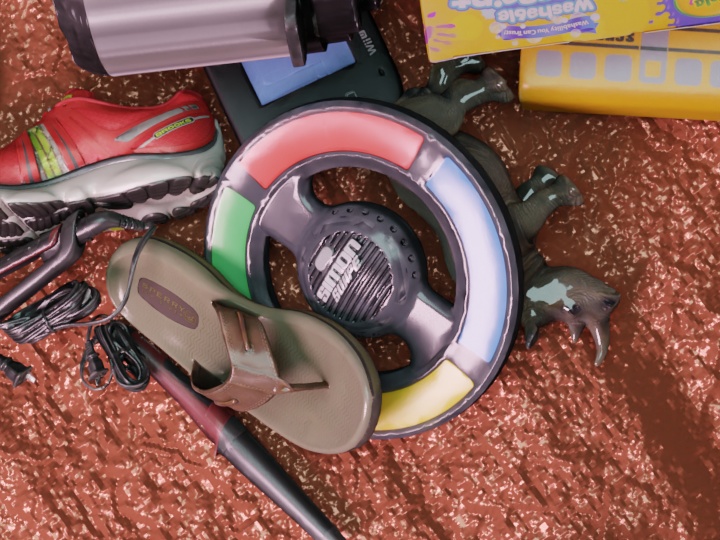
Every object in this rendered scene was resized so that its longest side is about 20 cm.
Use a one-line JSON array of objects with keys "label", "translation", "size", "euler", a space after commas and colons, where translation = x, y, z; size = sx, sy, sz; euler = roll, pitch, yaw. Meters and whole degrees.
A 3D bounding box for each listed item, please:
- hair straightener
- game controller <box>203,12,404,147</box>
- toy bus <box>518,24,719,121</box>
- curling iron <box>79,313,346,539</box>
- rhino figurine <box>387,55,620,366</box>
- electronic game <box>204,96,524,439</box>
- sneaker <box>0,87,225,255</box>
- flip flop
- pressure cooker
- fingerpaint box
[{"label": "hair straightener", "translation": [-0.200, 0.028, 1.534], "size": [0.199, 0.041, 0.077], "euler": [-27, 84, 13]}, {"label": "game controller", "translation": [-0.054, -0.158, 1.550], "size": [0.104, 0.042, 0.201], "euler": [-26, 84, 3]}, {"label": "toy bus", "translation": [0.193, -0.129, 1.511], "size": [0.198, 0.065, 0.079], "euler": [4, 86, 6]}, {"label": "curling iron", "translation": [-0.088, 0.100, 1.537], "size": [0.200, 0.026, 0.050], "euler": [40, 53, 4]}, {"label": "rhino figurine", "translation": [0.083, -0.029, 1.517], "size": [0.087, 0.060, 0.201], "euler": [-34, 90, -3]}, {"label": "electronic game", "translation": [0.000, 0.000, 1.497], "size": [0.198, 0.042, 0.202], "euler": [8, 108, 24]}, {"label": "sneaker", "translation": [-0.179, -0.065, 1.550], "size": [0.198, 0.077, 0.086], "euler": [-8, 66, 0]}, {"label": "flip flop", "translation": [-0.074, 0.046, 1.499], "size": [0.199, 0.057, 0.082], "euler": [32, 120, 21]}, {"label": "pressure cooker", "translation": [-0.071, -0.203, 1.450], "size": [0.198, 0.179, 0.177], "euler": [-5, 100, 4]}, {"label": "fingerpaint box", "translation": [0.129, -0.205, 1.473], "size": [0.198, 0.167, 0.074], "euler": [-7, 129, 6]}]
